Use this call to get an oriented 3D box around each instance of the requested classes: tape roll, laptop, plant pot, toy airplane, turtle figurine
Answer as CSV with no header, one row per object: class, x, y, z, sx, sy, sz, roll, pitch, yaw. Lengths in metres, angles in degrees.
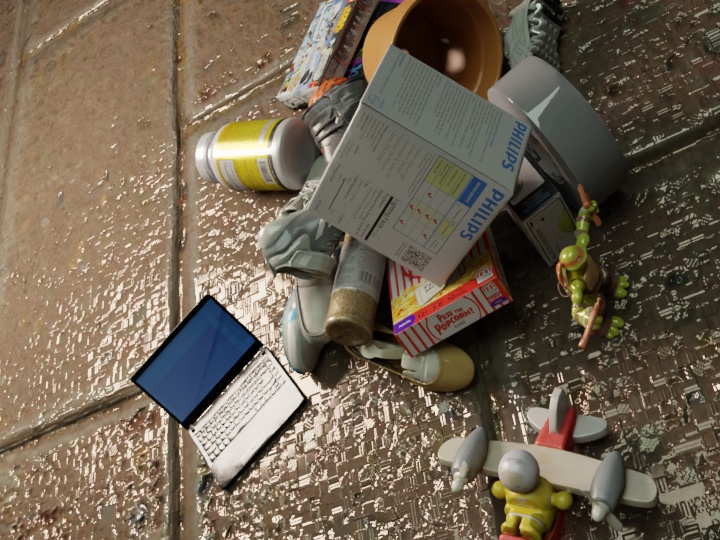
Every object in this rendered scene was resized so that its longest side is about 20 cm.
tape roll,0.245,-0.169,1.164,0.066,0.200,0.201,-40,49,2
laptop,-0.208,0.172,1.344,0.178,0.103,0.200,-47,48,3
plant pot,0.093,-0.311,1.372,0.202,0.199,0.139,-55,32,-6
toy airplane,0.196,0.221,1.015,0.199,0.141,0.201,-37,49,11
turtle figurine,0.261,0.018,1.073,0.063,0.161,0.204,-12,58,27

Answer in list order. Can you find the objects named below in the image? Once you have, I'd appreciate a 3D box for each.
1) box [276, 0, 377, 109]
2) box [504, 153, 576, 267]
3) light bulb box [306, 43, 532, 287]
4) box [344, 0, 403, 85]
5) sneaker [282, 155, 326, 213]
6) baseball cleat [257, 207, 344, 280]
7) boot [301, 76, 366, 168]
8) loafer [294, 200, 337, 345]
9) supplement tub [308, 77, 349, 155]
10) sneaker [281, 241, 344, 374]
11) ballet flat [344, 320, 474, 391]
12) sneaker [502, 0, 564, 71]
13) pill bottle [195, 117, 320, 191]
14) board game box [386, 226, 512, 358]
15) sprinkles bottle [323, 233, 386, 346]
box,-0.056,-0.374,1.570,0.136,0.040,0.203,1,64,56
box,0.205,-0.113,1.219,0.060,0.117,0.202,-35,48,7
light bulb box,0.068,-0.120,1.114,0.199,0.197,0.126,-56,7,49
box,0.056,-0.368,1.519,0.141,0.036,0.203,21,76,41
sneaker,-0.075,-0.097,1.414,0.074,0.092,0.204,-7,60,31
baseball cleat,-0.036,-0.052,1.234,0.197,0.070,0.108,-26,75,-1
boot,0.024,-0.208,1.265,0.196,0.070,0.134,-24,80,1
loafer,-0.064,0.001,1.278,0.068,0.070,0.204,-9,64,8
supplement tub,0.000,-0.197,1.400,0.122,0.122,0.201,-40,48,7
sneaker,-0.052,0.051,1.328,0.079,0.076,0.204,7,71,30
ballet flat,0.057,0.116,1.218,0.197,0.062,0.070,13,99,41
sneaker,0.243,-0.311,1.344,0.080,0.075,0.204,-14,54,44
pill bottle,-0.171,-0.187,1.518,0.196,0.112,0.115,3,66,35
board game box,0.110,0.003,1.220,0.150,0.046,0.202,-31,30,16
sprinkles bottle,0.000,0.000,1.253,0.067,0.068,0.203,-10,50,29
